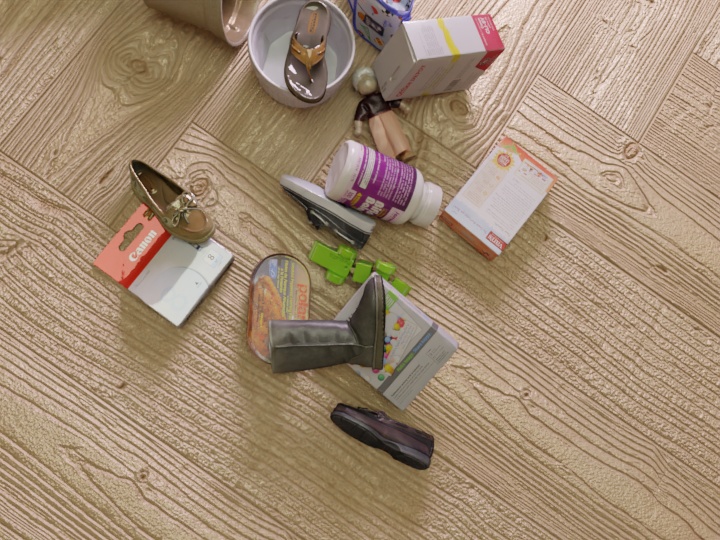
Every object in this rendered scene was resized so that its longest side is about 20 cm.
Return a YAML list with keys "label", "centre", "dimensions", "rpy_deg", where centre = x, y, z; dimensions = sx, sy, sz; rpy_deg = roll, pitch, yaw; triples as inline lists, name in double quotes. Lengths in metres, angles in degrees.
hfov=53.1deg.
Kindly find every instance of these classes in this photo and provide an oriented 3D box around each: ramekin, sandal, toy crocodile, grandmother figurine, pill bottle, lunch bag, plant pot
- label: "ramekin"
  centre: [-0.113, -0.404, 1.357]
  dimensions: [0.199, 0.105, 0.202]
  rpy_deg: [1, 78, -7]
- label: "sandal"
  centre: [-0.088, -0.395, 1.277]
  dimensions: [0.081, 0.055, 0.201]
  rpy_deg: [11, 78, -5]
- label: "toy crocodile"
  centre: [0.000, 0.000, 1.319]
  dimensions: [0.199, 0.062, 0.068]
  rpy_deg: [22, 102, 2]
- label: "grandmother figurine"
  centre: [0.041, -0.299, 1.382]
  dimensions: [0.121, 0.061, 0.201]
  rpy_deg: [-23, 86, -20]
- label: "pill bottle"
  centre: [0.045, -0.150, 1.316]
  dimensions: [0.199, 0.112, 0.113]
  rpy_deg: [20, 77, -18]
- label: "lunch bag"
  centre: [0.038, -0.529, 1.367]
  dimensions: [0.123, 0.170, 0.201]
  rpy_deg: [-20, 83, -7]
- label: "plant pot"
  centre: [-0.301, -0.536, 1.328]
  dimensions: [0.182, 0.201, 0.202]
  rpy_deg: [15, 77, 8]

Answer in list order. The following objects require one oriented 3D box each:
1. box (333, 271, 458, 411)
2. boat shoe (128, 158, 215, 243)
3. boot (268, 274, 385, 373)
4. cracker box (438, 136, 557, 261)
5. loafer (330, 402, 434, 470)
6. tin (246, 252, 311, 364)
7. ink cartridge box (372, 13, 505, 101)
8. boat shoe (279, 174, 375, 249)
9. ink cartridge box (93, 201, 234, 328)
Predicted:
- label: "box"
  centre: [0.050, 0.126, 1.280]
  dimensions: [0.200, 0.041, 0.156]
  rpy_deg: [41, 102, 3]
- label: "boat shoe"
  centre: [-0.340, -0.122, 1.273]
  dimensions: [0.200, 0.063, 0.073]
  rpy_deg: [36, 68, 16]
- label: "boot"
  centre: [-0.057, 0.093, 1.229]
  dimensions: [0.198, 0.073, 0.183]
  rpy_deg: [4, 99, 5]
- label: "cracker box"
  centre: [0.263, -0.138, 1.379]
  dimensions: [0.134, 0.058, 0.200]
  rpy_deg: [40, 76, 2]
- label: "loafer"
  centre: [0.041, 0.281, 1.273]
  dimensions: [0.199, 0.072, 0.063]
  rpy_deg: [30, 57, -7]
- label: "tin"
  centre: [-0.145, 0.070, 1.297]
  dimensions: [0.111, 0.042, 0.202]
  rpy_deg: [3, 79, -3]
- label: "ink cartridge box"
  centre: [0.142, -0.397, 1.343]
  dimensions: [0.199, 0.145, 0.084]
  rpy_deg: [-15, 80, -26]
- label: "boat shoe"
  centre: [-0.070, -0.107, 1.328]
  dimensions: [0.199, 0.072, 0.068]
  rpy_deg: [30, 106, 4]
- label: "ink cartridge box"
  centre: [-0.351, -0.019, 1.282]
  dimensions: [0.200, 0.047, 0.160]
  rpy_deg: [36, 77, -1]
